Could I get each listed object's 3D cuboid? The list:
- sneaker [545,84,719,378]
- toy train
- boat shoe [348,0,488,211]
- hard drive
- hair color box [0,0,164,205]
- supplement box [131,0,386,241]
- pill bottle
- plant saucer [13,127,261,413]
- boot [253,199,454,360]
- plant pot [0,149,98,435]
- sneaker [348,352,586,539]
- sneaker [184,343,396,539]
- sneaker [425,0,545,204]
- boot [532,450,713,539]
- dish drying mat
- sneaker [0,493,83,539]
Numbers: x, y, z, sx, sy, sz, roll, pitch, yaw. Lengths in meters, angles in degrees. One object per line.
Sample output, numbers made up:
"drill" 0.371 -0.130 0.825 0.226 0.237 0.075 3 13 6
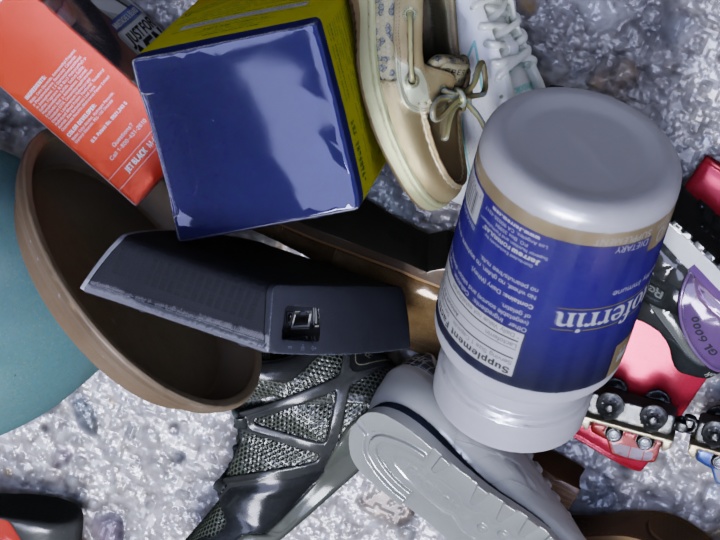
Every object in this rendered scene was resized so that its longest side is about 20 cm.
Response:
"sneaker" 0.157 -0.019 1.524 0.200 0.076 0.088 47 118 9
"toy train" 0.169 0.096 1.572 0.200 0.034 0.046 14 113 5
"boat shoe" 0.034 -0.134 1.441 0.063 0.073 0.200 -11 96 20
"hard drive" -0.058 0.013 1.458 0.135 0.200 0.042 18 96 23
"hair color box" -0.179 -0.140 1.532 0.200 0.111 0.064 40 111 -5
"supplement box" -0.046 -0.104 1.473 0.109 0.200 0.109 -10 106 14
"pill bottle" 0.106 0.004 1.464 0.116 0.116 0.200 17 132 4
"plant saucer" -0.135 0.003 1.510 0.029 0.200 0.200 -35 99 22
"boot" 0.000 0.000 1.573 0.200 0.074 0.076 23 119 -1
"plant pot" -0.224 0.014 1.567 0.135 0.200 0.200 1 113 -29
"sneaker" 0.087 0.135 1.552 0.200 0.081 0.076 46 132 -8
"sneaker" -0.065 0.108 1.616 0.114 0.076 0.199 44 107 -4
"sneaker" 0.076 -0.130 1.501 0.080 0.070 0.200 23 123 46
"boot" 0.144 0.220 1.612 0.200 0.077 0.155 28 109 2
"dish drying mat" 0.193 0.029 1.574 0.077 0.018 0.200 30 110 0
"sneaker" -0.285 0.196 1.685 0.201 0.067 0.108 8 107 4
